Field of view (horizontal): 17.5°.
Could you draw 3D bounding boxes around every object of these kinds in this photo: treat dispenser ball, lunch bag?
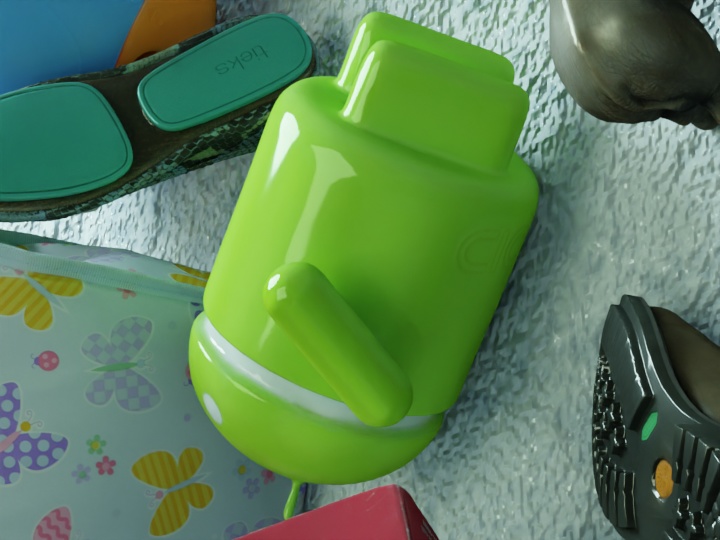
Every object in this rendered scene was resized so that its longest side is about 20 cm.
[{"bbox_3d":[-0.171,-0.138,1.172,0.200,0.200,0.202,-19,66,52],"label":"treat dispenser ball"},{"bbox_3d":[-0.127,0.072,1.055,0.127,0.199,0.171,14,93,55],"label":"lunch bag"}]

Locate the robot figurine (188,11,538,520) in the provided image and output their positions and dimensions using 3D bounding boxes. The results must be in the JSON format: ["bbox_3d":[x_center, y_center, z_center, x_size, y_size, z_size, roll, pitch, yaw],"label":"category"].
[{"bbox_3d":[0.000,0.000,0.963,0.176,0.115,0.201,-105,35,-67],"label":"robot figurine"}]

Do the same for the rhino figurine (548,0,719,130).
[{"bbox_3d":[0.098,-0.136,0.883,0.060,0.087,0.201,-38,52,43],"label":"rhino figurine"}]

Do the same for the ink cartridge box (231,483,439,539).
[{"bbox_3d":[-0.009,0.213,0.827,0.144,0.146,0.201,-21,46,9],"label":"ink cartridge box"}]

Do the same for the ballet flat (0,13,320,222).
[{"bbox_3d":[-0.110,-0.059,1.089,0.074,0.199,0.075,162,90,-74],"label":"ballet flat"}]

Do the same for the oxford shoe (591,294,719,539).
[{"bbox_3d":[0.130,0.065,0.807,0.200,0.084,0.073,-116,31,-65],"label":"oxford shoe"}]
